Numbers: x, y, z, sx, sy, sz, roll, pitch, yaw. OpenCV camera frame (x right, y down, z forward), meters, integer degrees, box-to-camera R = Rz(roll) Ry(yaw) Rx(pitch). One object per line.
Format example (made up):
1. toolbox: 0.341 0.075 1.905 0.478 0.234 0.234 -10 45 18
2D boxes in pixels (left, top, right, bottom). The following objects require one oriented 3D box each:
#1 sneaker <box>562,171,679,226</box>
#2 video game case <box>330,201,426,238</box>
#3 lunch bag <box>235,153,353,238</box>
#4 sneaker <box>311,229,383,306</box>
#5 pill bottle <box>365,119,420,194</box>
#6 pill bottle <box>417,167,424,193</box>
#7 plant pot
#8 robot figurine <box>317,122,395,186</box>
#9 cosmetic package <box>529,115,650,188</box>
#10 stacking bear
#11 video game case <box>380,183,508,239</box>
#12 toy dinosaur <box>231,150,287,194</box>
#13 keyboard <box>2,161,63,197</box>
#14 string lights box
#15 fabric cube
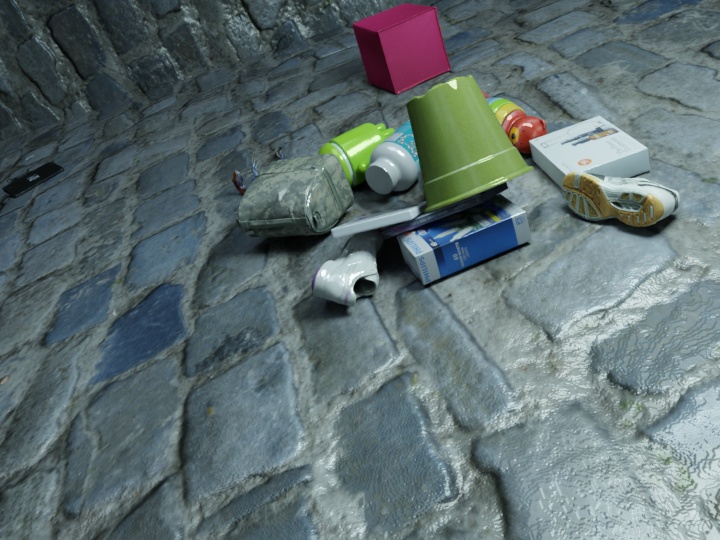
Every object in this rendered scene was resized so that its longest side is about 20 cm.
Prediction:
1. sneaker: 0.427 -0.120 1.158 0.088 0.076 0.200 -18 29 -29
2. video game case: 0.040 -0.093 1.261 0.143 0.018 0.200 -13 7 15
3. lunch bag: -0.139 -0.138 1.434 0.200 0.139 0.168 0 34 32
4. sneaker: 0.000 0.000 1.217 0.100 0.075 0.200 23 43 18
5. pill bottle: 0.094 -0.242 1.498 0.111 0.111 0.200 8 40 39
6. pill bottle: 0.204 -0.220 1.398 0.109 0.109 0.200 5 38 36
7. plant pot: 0.167 -0.223 1.204 0.200 0.190 0.200 -23 4 2
8. robot figurine: -0.012 -0.255 1.576 0.200 0.116 0.175 -30 39 -17
9. cosmetic package: 0.426 -0.219 1.326 0.151 0.052 0.200 -21 30 3
10. stacking bear: 0.306 -0.305 1.485 0.114 0.122 0.200 -8 29 -37
11. video game case: 0.149 -0.107 1.241 0.200 0.019 0.143 -18 6 31
12. toy dinosaur: -0.240 -0.215 1.684 0.181 0.105 0.200 -28 37 28
13. keyboard: -1.137 -0.312 2.435 0.104 0.040 0.200 29 50 24
14. string lights box: 0.174 -0.054 1.190 0.200 0.059 0.103 -22 27 -6
15. fabric cube: 0.123 -0.670 2.101 0.200 0.196 0.199 -26 30 -12
